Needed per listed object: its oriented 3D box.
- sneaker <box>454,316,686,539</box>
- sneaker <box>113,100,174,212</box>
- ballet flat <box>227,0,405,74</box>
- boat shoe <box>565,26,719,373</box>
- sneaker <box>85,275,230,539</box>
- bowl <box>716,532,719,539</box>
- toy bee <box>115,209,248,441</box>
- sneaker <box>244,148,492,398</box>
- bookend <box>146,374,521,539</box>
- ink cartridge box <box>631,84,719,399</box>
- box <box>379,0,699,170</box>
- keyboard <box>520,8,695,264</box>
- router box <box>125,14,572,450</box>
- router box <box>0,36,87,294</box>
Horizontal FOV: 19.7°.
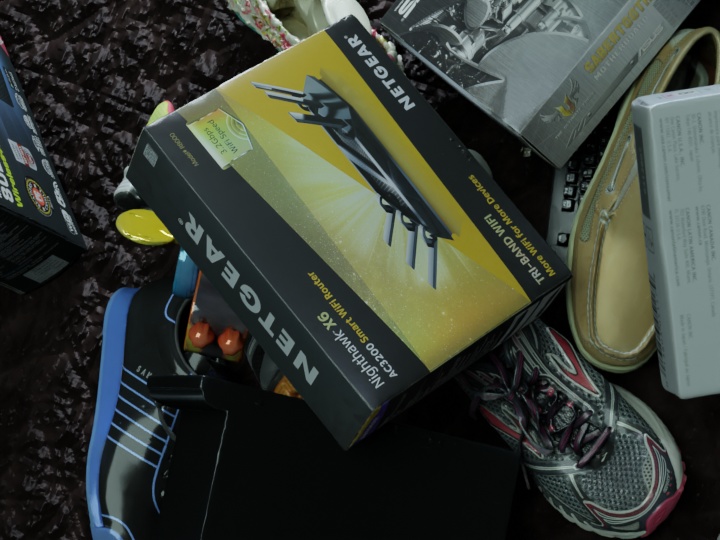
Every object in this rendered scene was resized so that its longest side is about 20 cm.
[{"bbox_3d":[0.100,0.076,1.185,0.200,0.075,0.081,43,96,26],"label":"sneaker"},{"bbox_3d":[-0.058,-0.077,1.298,0.198,0.078,0.091,2,64,19],"label":"sneaker"},{"bbox_3d":[-0.026,-0.160,1.288,0.075,0.064,0.200,-21,48,-24],"label":"ballet flat"},{"bbox_3d":[0.164,-0.044,1.167,0.071,0.076,0.202,14,79,-7],"label":"boat shoe"},{"bbox_3d":[-0.118,0.100,1.284,0.077,0.070,0.202,-10,72,30],"label":"sneaker"},{"bbox_3d":[0.261,0.177,1.074,0.199,0.094,0.203,-6,76,24],"label":"bowl"},{"bbox_3d":[-0.069,0.009,1.192,0.130,0.109,0.202,-9,98,-2],"label":"toy bee"},{"bbox_3d":[0.000,0.000,1.251,0.200,0.078,0.077,-48,56,7],"label":"sneaker"},{"bbox_3d":[-0.032,0.176,1.148,0.092,0.197,0.202,-7,70,65],"label":"bookend"},{"bbox_3d":[0.253,-0.025,1.116,0.198,0.057,0.164,-9,102,-4],"label":"ink cartridge box"},{"bbox_3d":[0.124,-0.179,1.220,0.200,0.048,0.158,-50,44,5],"label":"box"},{"bbox_3d":[0.138,-0.099,1.230,0.103,0.040,0.202,3,78,25],"label":"keyboard"},{"bbox_3d":[-0.006,-0.025,1.137,0.157,0.052,0.200,-33,76,-32],"label":"router box"},{"bbox_3d":[-0.270,-0.096,1.358,0.062,0.150,0.201,-32,67,14],"label":"router box"}]
